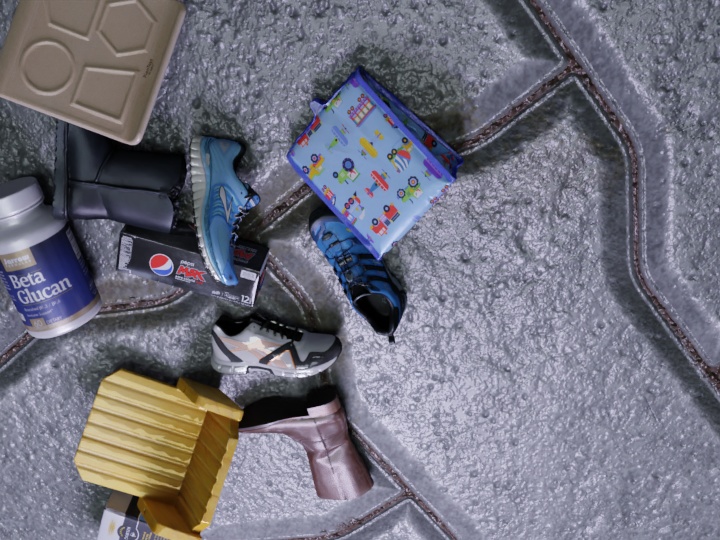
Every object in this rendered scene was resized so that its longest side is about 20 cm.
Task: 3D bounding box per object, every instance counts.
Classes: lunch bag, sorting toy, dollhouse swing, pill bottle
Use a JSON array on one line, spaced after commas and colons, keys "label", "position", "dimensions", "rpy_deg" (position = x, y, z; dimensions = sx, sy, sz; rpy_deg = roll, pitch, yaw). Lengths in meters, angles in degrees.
[{"label": "lunch bag", "position": [0.008, -0.144, 1.078], "dimensions": [0.200, 0.094, 0.151], "rpy_deg": [42, 116, -5]}, {"label": "sorting toy", "position": [-0.330, -0.270, 1.032], "dimensions": [0.197, 0.036, 0.188], "rpy_deg": [19, 87, -2]}, {"label": "dollhouse swing", "position": [-0.298, 0.257, 1.218], "dimensions": [0.174, 0.181, 0.203], "rpy_deg": [21, 87, -26]}, {"label": "pill bottle", "position": [-0.442, -0.019, 1.159], "dimensions": [0.109, 0.112, 0.203], "rpy_deg": [-12, 115, 11]}]

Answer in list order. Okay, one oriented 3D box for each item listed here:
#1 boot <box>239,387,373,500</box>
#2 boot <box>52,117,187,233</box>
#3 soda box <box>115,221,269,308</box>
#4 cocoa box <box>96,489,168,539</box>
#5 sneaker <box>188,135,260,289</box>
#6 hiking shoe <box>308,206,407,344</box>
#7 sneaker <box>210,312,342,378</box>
[{"label": "boot", "position": [-0.088, 0.288, 1.316], "dimensions": [0.183, 0.065, 0.203], "rpy_deg": [-11, 120, 13]}, {"label": "boot", "position": [-0.310, -0.154, 1.103], "dimensions": [0.165, 0.076, 0.204], "rpy_deg": [4, 99, -14]}, {"label": "soda box", "position": [-0.229, -0.017, 1.163], "dimensions": [0.197, 0.071, 0.064], "rpy_deg": [16, 122, -2]}, {"label": "cocoa box", "position": [-0.349, 0.429, 1.364], "dimensions": [0.129, 0.134, 0.202], "rpy_deg": [18, 117, -5]}, {"label": "sneaker", "position": [-0.171, -0.078, 1.092], "dimensions": [0.088, 0.078, 0.204], "rpy_deg": [-5, 84, -10]}, {"label": "hiking shoe", "position": [0.000, 0.000, 1.143], "dimensions": [0.074, 0.087, 0.201], "rpy_deg": [-33, 109, 20]}, {"label": "sneaker", "position": [-0.125, 0.104, 1.215], "dimensions": [0.196, 0.074, 0.081], "rpy_deg": [-2, 115, 6]}]
